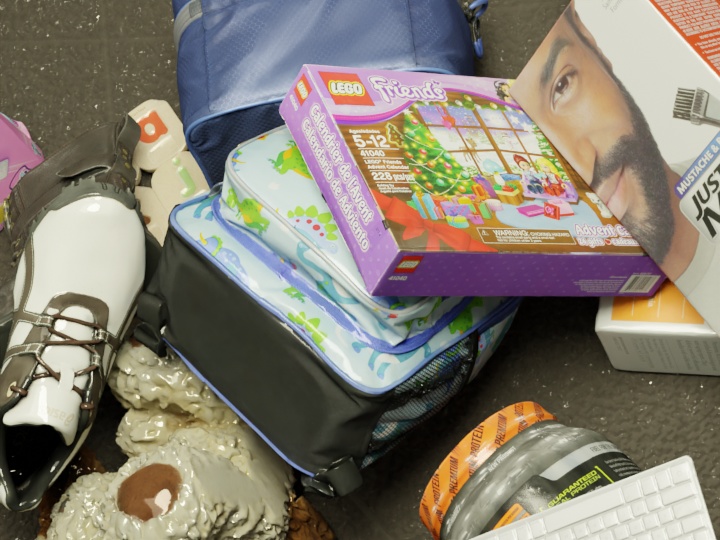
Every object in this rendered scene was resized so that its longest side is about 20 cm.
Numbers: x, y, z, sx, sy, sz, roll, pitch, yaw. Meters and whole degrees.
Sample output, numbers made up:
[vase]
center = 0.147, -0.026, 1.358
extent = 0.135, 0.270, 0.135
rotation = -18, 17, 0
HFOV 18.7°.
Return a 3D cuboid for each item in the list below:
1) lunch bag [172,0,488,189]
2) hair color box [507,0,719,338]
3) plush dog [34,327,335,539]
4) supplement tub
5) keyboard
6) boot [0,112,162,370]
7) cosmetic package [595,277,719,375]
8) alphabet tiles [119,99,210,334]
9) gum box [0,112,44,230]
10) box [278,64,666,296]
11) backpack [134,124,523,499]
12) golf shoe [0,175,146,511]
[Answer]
[lunch bag]
center = -0.016, -0.135, 1.365
extent = 0.200, 0.136, 0.133
rotation = -12, 63, 3
[hair color box]
center = 0.184, -0.069, 1.197
extent = 0.200, 0.064, 0.111
rotation = 51, 131, 21
[plush dog]
center = -0.126, 0.154, 1.303
extent = 0.172, 0.160, 0.200
rotation = -31, 33, 18
[supplement tub]
center = 0.132, 0.172, 1.204
extent = 0.122, 0.123, 0.200
rotation = -43, 63, -4
[keyboard]
center = 0.093, 0.157, 1.152
extent = 0.200, 0.011, 0.056
rotation = -25, 71, 24
[boot]
center = -0.202, 0.000, 1.375
extent = 0.200, 0.069, 0.174
rotation = -38, 32, 4
[cosmetic package]
center = 0.244, 0.006, 1.268
extent = 0.200, 0.071, 0.102
rotation = 2, 69, 17
[alphabet tiles]
center = -0.131, -0.012, 1.423
extent = 0.200, 0.015, 0.196
rotation = -36, 63, 0
[gum box]
center = -0.300, -0.036, 1.428
extent = 0.066, 0.114, 0.200
rotation = 33, 81, 26
[box]
center = 0.067, -0.049, 1.212
extent = 0.039, 0.200, 0.137
rotation = -57, 47, 37
[backpack]
center = 0.000, 0.000, 1.266
extent = 0.183, 0.200, 0.147
rotation = 40, 128, 17
[golf shoe]
center = -0.167, 0.048, 1.255
extent = 0.095, 0.078, 0.200
rotation = -119, 45, -62
